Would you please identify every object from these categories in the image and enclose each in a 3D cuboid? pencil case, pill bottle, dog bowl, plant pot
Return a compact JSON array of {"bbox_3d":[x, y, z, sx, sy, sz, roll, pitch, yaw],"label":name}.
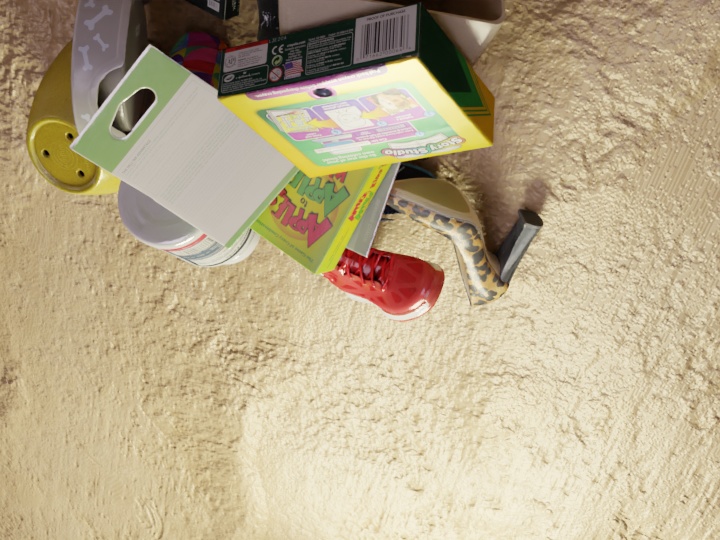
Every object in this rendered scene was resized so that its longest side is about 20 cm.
[{"bbox_3d":[-0.187,-0.189,1.283,0.088,0.200,0.089,1,123,1],"label":"pencil case"},{"bbox_3d":[-0.190,-0.068,1.368,0.119,0.200,0.120,-2,80,13],"label":"pill bottle"},{"bbox_3d":[-0.261,-0.222,1.246,0.058,0.200,0.201,4,127,-3],"label":"dog bowl"},{"bbox_3d":[-0.316,-0.170,1.398,0.199,0.142,0.201,13,127,17],"label":"plant pot"},{"bbox_3d":[0.014,-0.259,1.125,0.199,0.200,0.177,8,145,-8],"label":"plant pot"}]

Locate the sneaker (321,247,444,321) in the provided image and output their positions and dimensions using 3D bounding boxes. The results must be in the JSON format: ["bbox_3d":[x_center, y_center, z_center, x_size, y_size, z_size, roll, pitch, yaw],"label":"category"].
[{"bbox_3d":[0.000,0.000,1.343,0.115,0.079,0.200,27,166,-32],"label":"sneaker"}]

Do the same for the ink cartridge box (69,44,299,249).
[{"bbox_3d":[-0.169,-0.129,1.185,0.200,0.048,0.146,34,114,-23],"label":"ink cartridge box"}]

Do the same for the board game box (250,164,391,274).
[{"bbox_3d":[-0.031,-0.108,1.239,0.101,0.048,0.200,35,109,16],"label":"board game box"}]

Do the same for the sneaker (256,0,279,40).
[{"bbox_3d":[-0.084,-0.341,1.219,0.104,0.060,0.200,-2,125,22],"label":"sneaker"}]

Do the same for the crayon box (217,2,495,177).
[{"bbox_3d":[0.000,-0.157,1.069,0.199,0.058,0.172,-7,158,26],"label":"crayon box"}]

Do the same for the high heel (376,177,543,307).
[{"bbox_3d":[0.091,-0.025,1.319,0.199,0.072,0.143,15,127,-17],"label":"high heel"}]

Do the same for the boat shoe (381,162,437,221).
[{"bbox_3d":[-0.009,-0.080,1.351,0.199,0.069,0.084,-1,134,20],"label":"boat shoe"}]

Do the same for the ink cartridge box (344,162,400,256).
[{"bbox_3d":[-0.028,-0.139,1.283,0.173,0.044,0.201,25,106,18],"label":"ink cartridge box"}]

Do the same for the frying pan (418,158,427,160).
[{"bbox_3d":[-0.026,-0.153,1.348,0.190,0.031,0.115,40,132,-1],"label":"frying pan"}]

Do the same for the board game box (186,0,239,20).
[{"bbox_3d":[-0.205,-0.367,1.245,0.200,0.028,0.136,31,132,24],"label":"board game box"}]
